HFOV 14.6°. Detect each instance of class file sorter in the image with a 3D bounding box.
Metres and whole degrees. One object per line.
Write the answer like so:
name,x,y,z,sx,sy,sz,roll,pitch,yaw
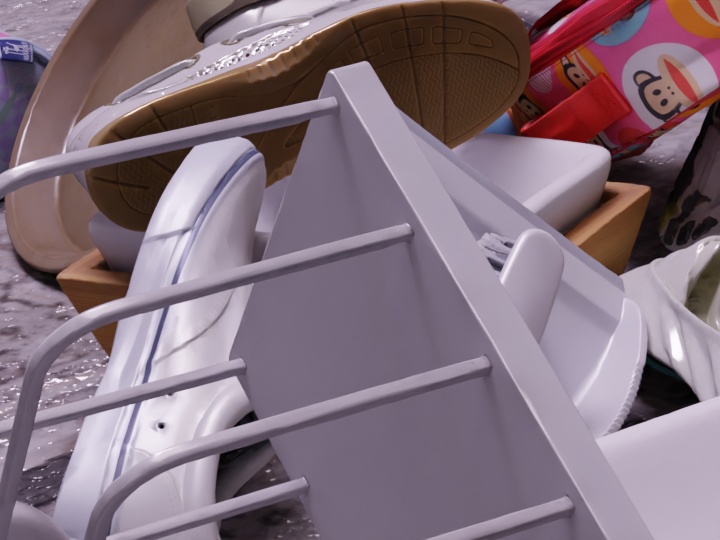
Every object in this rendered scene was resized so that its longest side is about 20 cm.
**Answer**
file sorter,-0.022,0.074,0.759,0.124,0.139,0.201,-15,58,-27

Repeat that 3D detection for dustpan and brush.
dustpan and brush,0.042,0.047,0.999,0.057,0.139,0.201,-20,41,50

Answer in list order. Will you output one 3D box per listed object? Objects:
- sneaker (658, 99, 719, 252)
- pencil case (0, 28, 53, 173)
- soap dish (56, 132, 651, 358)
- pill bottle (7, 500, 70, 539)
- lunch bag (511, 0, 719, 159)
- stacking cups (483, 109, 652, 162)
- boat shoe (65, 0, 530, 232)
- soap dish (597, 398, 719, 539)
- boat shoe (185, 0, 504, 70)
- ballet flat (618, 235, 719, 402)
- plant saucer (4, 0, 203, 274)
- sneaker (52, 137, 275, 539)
sneaker,0.191,-0.023,1.210,0.084,0.075,0.200,23,5,-13
pencil case,-0.228,-0.100,1.492,0.090,0.084,0.200,2,14,-29
soap dish,0.000,0.000,1.163,0.199,0.082,0.157,7,24,30
pill bottle,-0.192,0.113,0.875,0.199,0.114,0.113,7,24,30
lunch bag,0.139,-0.107,1.246,0.176,0.082,0.200,-38,3,-15
stacking cups,0.047,-0.056,1.340,0.199,0.061,0.060,-14,21,-27
boat shoe,-0.028,-0.075,1.152,0.199,0.071,0.069,-16,24,-19
soap dish,0.129,0.110,0.812,0.157,0.082,0.200,-17,22,-26
boat shoe,0.024,-0.112,1.241,0.199,0.069,0.075,-17,-9,-17
ballet flat,0.147,0.024,1.069,0.069,0.070,0.200,-10,21,-10
plant saucer,-0.097,-0.083,1.328,0.029,0.201,0.200,33,0,-31
sneaker,-0.055,0.038,1.039,0.070,0.073,0.201,12,57,5
